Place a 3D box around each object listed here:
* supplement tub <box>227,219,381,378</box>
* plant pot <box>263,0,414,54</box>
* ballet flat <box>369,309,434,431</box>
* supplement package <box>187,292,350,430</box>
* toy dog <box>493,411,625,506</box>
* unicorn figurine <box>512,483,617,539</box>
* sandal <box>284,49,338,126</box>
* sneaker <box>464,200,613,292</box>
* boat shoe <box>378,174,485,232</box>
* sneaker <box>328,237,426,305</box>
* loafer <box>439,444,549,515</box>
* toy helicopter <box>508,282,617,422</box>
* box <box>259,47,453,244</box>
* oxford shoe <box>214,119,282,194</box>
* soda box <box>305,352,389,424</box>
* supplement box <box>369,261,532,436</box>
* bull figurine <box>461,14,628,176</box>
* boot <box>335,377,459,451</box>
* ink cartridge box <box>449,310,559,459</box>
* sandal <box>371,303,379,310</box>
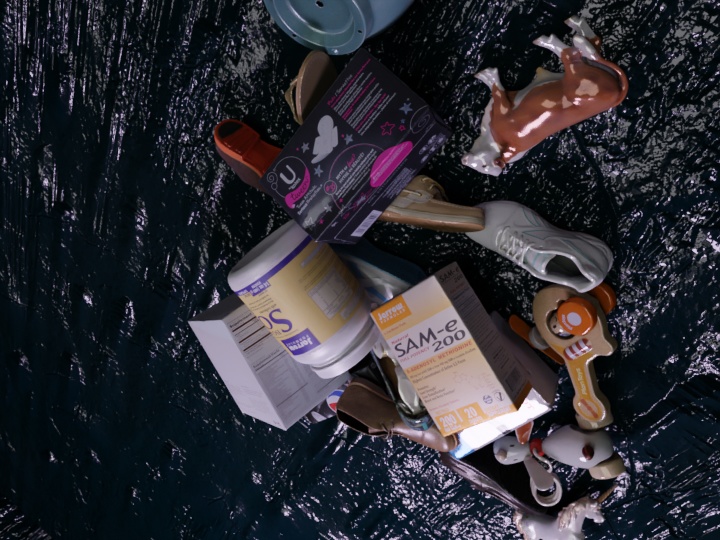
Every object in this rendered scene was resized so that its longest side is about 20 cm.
[{"bbox_3d":[-0.075,0.040,0.741,0.145,0.146,0.200,-28,108,35],"label":"supplement tub"},{"bbox_3d":[-0.027,-0.326,0.556,0.200,0.135,0.200,19,165,5],"label":"plant pot"},{"bbox_3d":[0.058,0.139,0.769,0.074,0.074,0.200,-45,63,36],"label":"ballet flat"},{"bbox_3d":[-0.158,0.132,0.877,0.191,0.147,0.200,-9,111,56],"label":"supplement package"},{"bbox_3d":[0.286,0.270,0.760,0.200,0.096,0.132,-46,64,29],"label":"toy dog"},{"bbox_3d":[0.332,0.431,0.844,0.200,0.074,0.138,-19,94,40],"label":"unicorn figurine"},{"bbox_3d":[-0.067,-0.213,0.673,0.070,0.212,0.078,31,83,18],"label":"sandal"},{"bbox_3d":[0.221,-0.035,0.667,0.200,0.080,0.071,23,124,21],"label":"sneaker"},{"bbox_3d":[0.079,-0.098,0.707,0.199,0.074,0.069,14,88,30],"label":"boat shoe"},{"bbox_3d":[0.000,0.000,0.806,0.200,0.077,0.081,31,126,14],"label":"sneaker"},{"bbox_3d":[0.221,0.341,0.871,0.200,0.073,0.071,32,139,13],"label":"loafer"},{"bbox_3d":[0.286,0.115,0.707,0.132,0.079,0.201,-9,102,49],"label":"toy helicopter"},{"bbox_3d":[-0.003,-0.144,0.643,0.115,0.132,0.200,47,107,14],"label":"box"},{"bbox_3d":[-0.145,-0.156,0.822,0.200,0.071,0.073,41,155,0],"label":"oxford shoe"},{"bbox_3d":[-0.026,0.208,0.927,0.200,0.071,0.063,-31,98,36],"label":"soda box"},{"bbox_3d":[0.120,0.107,0.700,0.126,0.073,0.200,-35,85,37],"label":"supplement box"},{"bbox_3d":[0.198,-0.196,0.604,0.200,0.065,0.122,-23,105,34],"label":"bull figurine"},{"bbox_3d":[0.052,0.241,0.802,0.199,0.075,0.074,19,124,23],"label":"boot"},{"bbox_3d":[0.177,0.180,0.795,0.145,0.084,0.200,46,127,2],"label":"ink cartridge box"},{"bbox_3d":[-0.030,0.083,0.876,0.199,0.054,0.081,-8,110,32],"label":"sandal"}]
